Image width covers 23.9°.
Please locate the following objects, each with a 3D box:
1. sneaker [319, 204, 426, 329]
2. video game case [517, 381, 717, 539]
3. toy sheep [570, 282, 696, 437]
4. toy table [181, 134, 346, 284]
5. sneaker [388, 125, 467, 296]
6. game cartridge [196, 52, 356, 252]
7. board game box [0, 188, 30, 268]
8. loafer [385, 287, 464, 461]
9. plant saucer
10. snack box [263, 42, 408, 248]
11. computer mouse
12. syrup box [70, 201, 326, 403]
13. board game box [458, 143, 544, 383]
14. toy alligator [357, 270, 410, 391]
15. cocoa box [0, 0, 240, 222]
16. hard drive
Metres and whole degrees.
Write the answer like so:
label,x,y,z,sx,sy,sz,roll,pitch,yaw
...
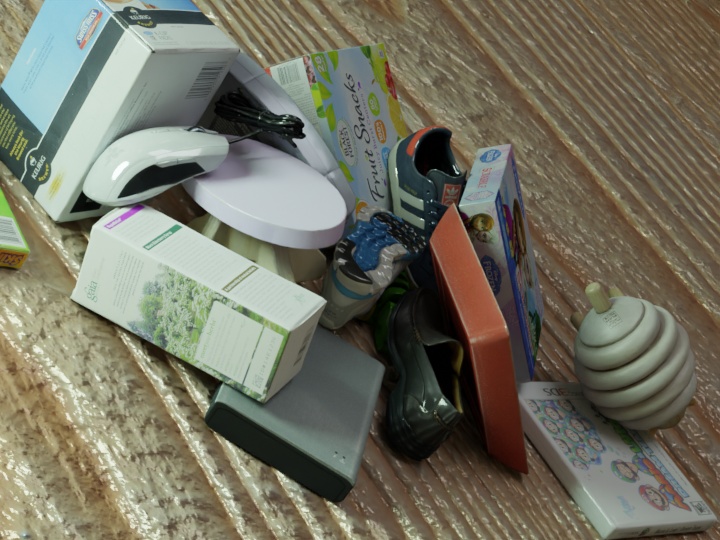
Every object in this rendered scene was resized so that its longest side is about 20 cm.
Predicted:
label,x,y,z,sx,sy,sz,roll,pitch,yaw
sneaker,0.000,0.000,1.667,0.075,0.087,0.200,36,26,6
video game case,0.256,0.192,1.755,0.182,0.024,0.200,5,40,-45
toy sheep,0.283,0.090,1.779,0.200,0.138,0.138,51,19,-25
toy table,-0.101,-0.033,1.560,0.183,0.117,0.200,-3,31,-27
sneaker,0.081,-0.058,1.768,0.075,0.084,0.201,-1,69,-34
game cartridge,-0.086,-0.111,1.653,0.041,0.133,0.200,-33,81,-30
board game box,-0.364,-0.082,1.480,0.095,0.030,0.200,9,39,-42
loafer,0.071,0.088,1.615,0.073,0.072,0.200,35,36,-31
plant saucer,0.112,0.070,1.656,0.037,0.200,0.200,-15,41,-4
snack box,-0.013,-0.134,1.817,0.169,0.068,0.201,-20,94,-59
computer mouse,-0.157,-0.113,1.517,0.200,0.044,0.110,-25,36,-27
syrup box,-0.140,0.024,1.463,0.200,0.079,0.081,28,28,12
board game box,0.151,-0.010,1.788,0.041,0.201,0.200,-8,20,13
toy alligator,0.031,0.040,1.707,0.059,0.054,0.200,22,30,-24
cocoa box,-0.235,-0.166,1.570,0.131,0.200,0.133,45,29,20
hard drive,-0.055,0.110,1.520,0.139,0.033,0.200,32,27,-7
